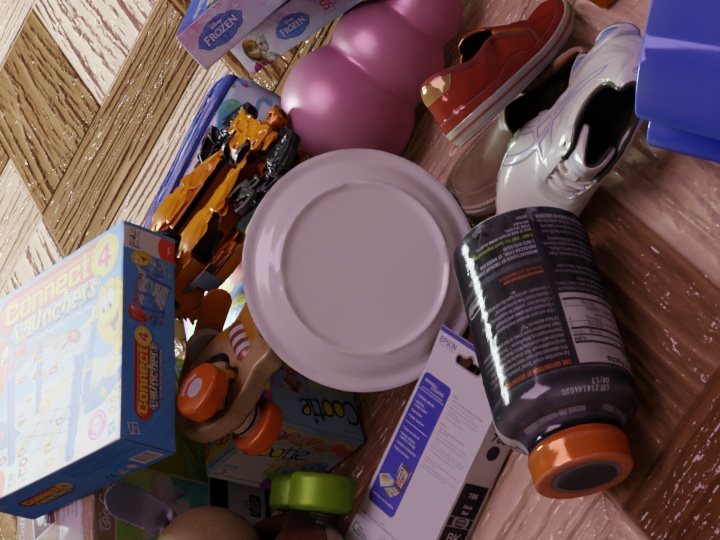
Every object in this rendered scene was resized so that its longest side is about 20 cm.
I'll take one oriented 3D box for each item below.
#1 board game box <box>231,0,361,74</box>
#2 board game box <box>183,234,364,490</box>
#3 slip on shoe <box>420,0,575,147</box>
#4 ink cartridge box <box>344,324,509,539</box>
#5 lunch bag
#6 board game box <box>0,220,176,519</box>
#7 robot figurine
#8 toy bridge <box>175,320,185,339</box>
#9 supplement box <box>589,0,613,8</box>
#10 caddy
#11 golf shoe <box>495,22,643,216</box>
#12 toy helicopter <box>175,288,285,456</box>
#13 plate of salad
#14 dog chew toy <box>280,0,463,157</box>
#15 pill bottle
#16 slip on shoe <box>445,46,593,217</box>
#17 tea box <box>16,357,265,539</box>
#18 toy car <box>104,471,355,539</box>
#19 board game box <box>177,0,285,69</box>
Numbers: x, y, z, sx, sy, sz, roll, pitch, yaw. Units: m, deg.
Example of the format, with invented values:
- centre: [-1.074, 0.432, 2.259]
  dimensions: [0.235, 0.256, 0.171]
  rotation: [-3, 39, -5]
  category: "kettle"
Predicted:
- centre: [-0.011, -0.291, 1.346]
  dimensions: [0.200, 0.041, 0.200]
  rotation: [-26, 23, 42]
  category: "board game box"
- centre: [-0.084, 0.085, 1.302]
  dimensions: [0.103, 0.105, 0.200]
  rotation: [-41, 46, 32]
  category: "board game box"
- centre: [0.112, -0.171, 1.136]
  dimensions: [0.200, 0.061, 0.074]
  rotation: [-46, 4, -41]
  category: "slip on shoe"
- centre: [0.064, 0.153, 1.147]
  dimensions: [0.099, 0.039, 0.201]
  rotation: [35, 104, 52]
  category: "ink cartridge box"
- centre: [-0.138, -0.090, 1.398]
  dimensions: [0.200, 0.082, 0.161]
  rotation: [-64, -1, 3]
  category: "lunch bag"
- centre: [-0.239, 0.087, 1.217]
  dimensions: [0.200, 0.056, 0.196]
  rotation: [-28, 54, 37]
  category: "board game box"
- centre: [-0.123, -0.057, 1.266]
  dimensions: [0.200, 0.058, 0.145]
  rotation: [-52, 36, 0]
  category: "robot figurine"
- centre: [-0.189, -0.028, 1.541]
  dimensions: [0.067, 0.027, 0.201]
  rotation: [5, 78, 53]
  category: "toy bridge"
- centre: [0.192, -0.332, 1.167]
  dimensions: [0.126, 0.073, 0.200]
  rotation: [-41, 46, 32]
  category: "supplement box"
- centre: [0.255, -0.162, 0.961]
  dimensions: [0.105, 0.141, 0.201]
  rotation: [11, 82, 21]
  category: "caddy"
- centre: [0.155, -0.086, 1.065]
  dimensions: [0.097, 0.078, 0.200]
  rotation: [-70, 6, -59]
  category: "golf shoe"
- centre: [-0.098, 0.052, 1.210]
  dimensions: [0.132, 0.079, 0.200]
  rotation: [8, 67, 56]
  category: "toy helicopter"
- centre: [0.000, 0.000, 1.182]
  dimensions: [0.048, 0.199, 0.201]
  rotation: [151, 132, -77]
  category: "plate of salad"
- centre: [0.018, -0.184, 1.287]
  dimensions: [0.200, 0.124, 0.125]
  rotation: [-53, 40, 9]
  category: "dog chew toy"
- centre: [0.137, 0.061, 1.038]
  dimensions: [0.106, 0.106, 0.201]
  rotation: [-38, 50, 35]
  category: "pill bottle"
- centre: [0.132, -0.113, 1.157]
  dimensions: [0.200, 0.060, 0.076]
  rotation: [-32, 52, 39]
  category: "slip on shoe"
- centre: [-0.201, 0.193, 1.324]
  dimensions: [0.133, 0.196, 0.201]
  rotation: [-32, 52, 39]
  category: "tea box"
- centre: [-0.118, 0.241, 1.174]
  dimensions: [0.158, 0.199, 0.165]
  rotation: [147, 130, -73]
  category: "toy car"
- centre: [-0.072, -0.283, 1.296]
  dimensions: [0.199, 0.041, 0.200]
  rotation: [-39, 19, 13]
  category: "board game box"
